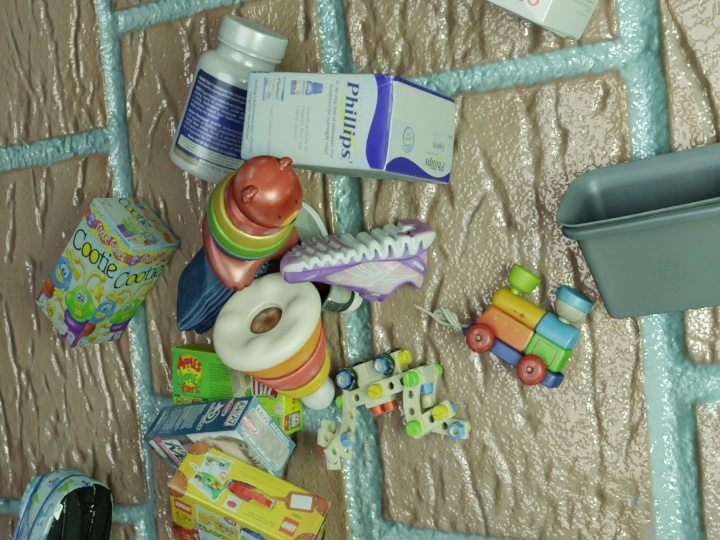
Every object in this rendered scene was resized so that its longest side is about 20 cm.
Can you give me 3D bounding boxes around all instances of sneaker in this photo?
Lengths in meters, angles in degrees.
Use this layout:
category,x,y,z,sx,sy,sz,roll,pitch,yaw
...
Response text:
category,x,y,z,sx,sy,sz,roll,pitch,yaw
sneaker,0.000,0.000,1.174,0.081,0.196,0.090,-133,36,-63
sneaker,-0.076,-0.026,1.256,0.201,0.079,0.074,49,117,19

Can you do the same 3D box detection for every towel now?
category,x,y,z,sx,sy,sz,roll,pitch,yaw
towel,-0.191,-0.001,1.299,0.200,0.048,0.113,-41,46,44

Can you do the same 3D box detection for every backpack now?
category,x,y,z,sx,sy,sz,roll,pitch,yaw
backpack,-0.461,0.410,1.481,0.153,0.162,0.203,30,102,39

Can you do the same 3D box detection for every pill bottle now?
category,x,y,z,sx,sy,sz,roll,pitch,yaw
pill bottle,-0.169,-0.225,1.269,0.119,0.119,0.203,30,109,24

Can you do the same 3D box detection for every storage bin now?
category,x,y,z,sx,sy,sz,roll,pitch,yaw
storage bin,0.323,-0.038,1.002,0.197,0.146,0.136,-9,117,30

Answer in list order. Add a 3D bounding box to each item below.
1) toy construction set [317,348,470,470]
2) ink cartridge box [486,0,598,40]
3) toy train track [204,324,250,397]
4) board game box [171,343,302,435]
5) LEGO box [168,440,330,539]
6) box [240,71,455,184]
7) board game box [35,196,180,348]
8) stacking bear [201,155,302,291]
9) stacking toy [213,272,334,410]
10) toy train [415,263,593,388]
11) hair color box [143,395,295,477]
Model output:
category,x,y,z,sx,sy,sz,roll,pitch,yaw
toy construction set,0.032,0.174,1.211,0.197,0.092,0.133,-21,84,19
ink cartridge box,0.199,-0.374,1.026,0.146,0.144,0.203,31,110,23
toy train track,-0.170,0.084,1.313,0.115,0.032,0.202,-51,40,35
board game box,-0.175,0.164,1.348,0.197,0.047,0.104,3,96,30
LEGO box,-0.146,0.330,1.266,0.197,0.078,0.150,22,140,12
box,-0.010,-0.169,1.144,0.197,0.183,0.107,8,94,28
board game box,-0.375,0.002,1.418,0.105,0.102,0.201,45,114,19
stacking bear,-0.120,-0.070,1.117,0.114,0.121,0.200,53,158,2
stacking toy,-0.088,0.116,1.228,0.144,0.148,0.201,3,140,29
toy train,0.167,0.042,1.124,0.198,0.084,0.117,32,99,24
hair color box,-0.195,0.233,1.307,0.198,0.061,0.101,-13,125,40
